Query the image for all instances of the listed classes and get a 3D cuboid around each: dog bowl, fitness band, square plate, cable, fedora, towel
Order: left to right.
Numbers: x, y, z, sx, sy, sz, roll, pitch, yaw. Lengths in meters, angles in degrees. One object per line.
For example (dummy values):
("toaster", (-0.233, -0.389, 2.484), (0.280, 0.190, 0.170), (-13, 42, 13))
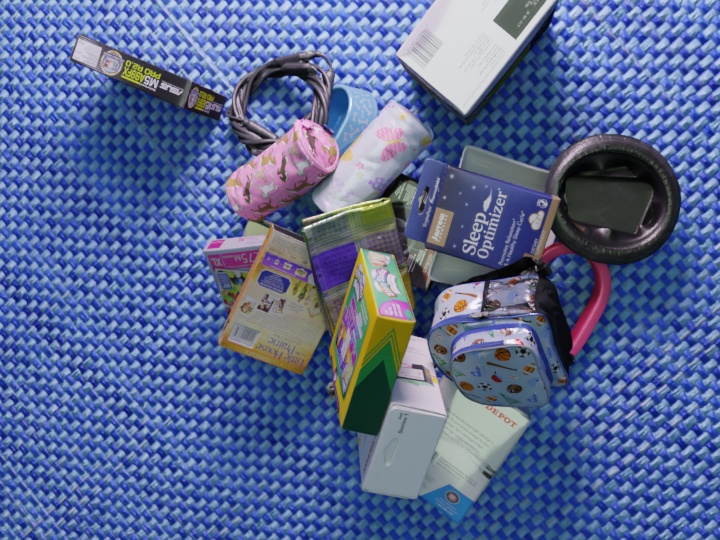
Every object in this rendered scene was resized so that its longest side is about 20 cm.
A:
("cable", (-0.127, -0.252, 1.287), (0.197, 0.051, 0.167), (-4, 82, 28))
("dog bowl", (-0.051, -0.194, 1.270), (0.111, 0.049, 0.202), (42, 106, 47))
("towel", (0.000, 0.000, 1.208), (0.141, 0.023, 0.203), (-15, 119, -4))
("square plate", (0.207, -0.066, 1.237), (0.195, 0.028, 0.204), (13, 99, -23))
("fitness band", (0.294, 0.051, 1.245), (0.142, 0.037, 0.202), (26, 100, -10))
("fedora", (0.361, -0.105, 1.209), (0.196, 0.092, 0.205), (0, 96, 1))

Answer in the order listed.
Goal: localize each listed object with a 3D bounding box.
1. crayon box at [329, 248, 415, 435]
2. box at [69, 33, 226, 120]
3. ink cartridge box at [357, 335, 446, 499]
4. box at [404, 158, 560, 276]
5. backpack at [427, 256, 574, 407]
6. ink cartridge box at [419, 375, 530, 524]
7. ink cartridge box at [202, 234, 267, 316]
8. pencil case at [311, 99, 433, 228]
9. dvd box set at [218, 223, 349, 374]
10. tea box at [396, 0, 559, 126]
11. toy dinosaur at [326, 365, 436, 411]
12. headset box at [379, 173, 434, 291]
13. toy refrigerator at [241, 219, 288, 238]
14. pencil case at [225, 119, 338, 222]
("crayon box", (0.012, 0.092, 1.128), (0.057, 0.201, 0.175), (13, 114, -13))
("box", (-0.327, -0.299, 1.290), (0.197, 0.160, 0.045), (24, 96, 7))
("ink cartridge box", (0.052, 0.202, 1.178), (0.082, 0.201, 0.147), (12, 114, -9))
("box", (0.169, -0.072, 1.165), (0.196, 0.032, 0.123), (17, 105, 2))
("backpack", (0.190, 0.101, 1.160), (0.187, 0.155, 0.202), (-2, 130, 31))
("ink cartridge box", (0.152, 0.260, 1.280), (0.145, 0.084, 0.202), (35, 99, 7))
("ink cartridge box", (-0.159, 0.042, 1.292), (0.117, 0.042, 0.203), (-4, 121, 25))
("pencil case", (0.017, -0.149, 1.201), (0.090, 0.083, 0.201), (38, 100, -13))
("dvd box set", (-0.109, 0.048, 1.238), (0.144, 0.029, 0.202), (21, 108, -19))
("tea box", (0.167, -0.332, 1.178), (0.133, 0.197, 0.201), (40, 99, 4))
("toy dinosaur", (0.041, 0.154, 1.309), (0.196, 0.077, 0.104), (-3, 113, -2))
("headset box", (0.063, -0.070, 1.277), (0.197, 0.077, 0.151), (23, 97, 7))
("toy refrigerator", (-0.090, -0.018, 1.309), (0.197, 0.076, 0.071), (24, 98, 8))
("pencil case", (-0.120, -0.146, 1.226), (0.199, 0.082, 0.088), (-30, 48, 40))
